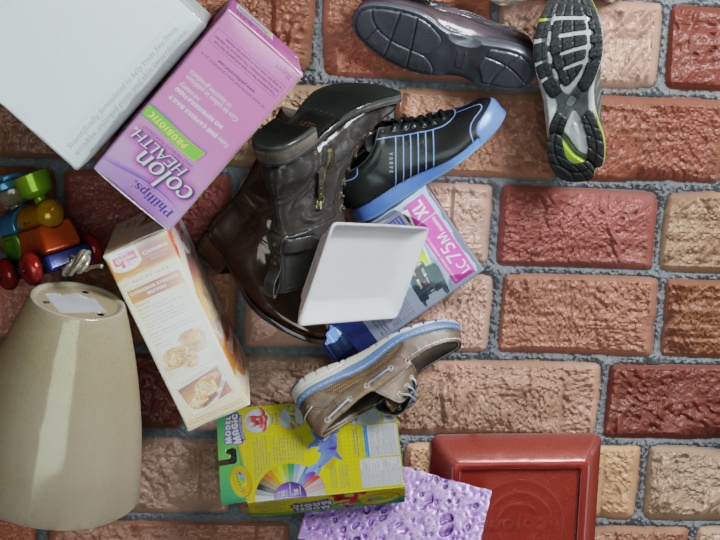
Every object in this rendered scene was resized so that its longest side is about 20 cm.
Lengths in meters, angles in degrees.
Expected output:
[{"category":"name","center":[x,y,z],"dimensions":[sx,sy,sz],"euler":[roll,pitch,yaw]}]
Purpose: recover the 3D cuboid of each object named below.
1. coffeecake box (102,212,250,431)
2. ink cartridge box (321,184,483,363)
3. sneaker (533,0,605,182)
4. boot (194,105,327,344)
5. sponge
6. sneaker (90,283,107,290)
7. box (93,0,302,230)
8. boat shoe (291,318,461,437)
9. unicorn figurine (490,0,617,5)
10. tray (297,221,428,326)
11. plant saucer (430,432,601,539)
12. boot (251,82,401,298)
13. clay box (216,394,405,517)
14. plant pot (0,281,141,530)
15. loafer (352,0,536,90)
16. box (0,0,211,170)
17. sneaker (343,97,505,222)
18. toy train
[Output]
[{"category":"coffeecake box","center":[-0.188,0.042,1.402],"dimensions":[0.073,0.154,0.201],"euler":[-24,105,1]},{"category":"ink cartridge box","center":[0.020,0.006,1.468],"dimensions":[0.199,0.042,0.120],"euler":[-34,104,6]},{"category":"sneaker","center":[0.218,-0.198,1.405],"dimensions":[0.073,0.081,0.201],"euler":[0,113,9]},{"category":"boot","center":[-0.058,-0.049,1.403],"dimensions":[0.186,0.064,0.200],"euler":[40,106,8]},{"category":"sponge","center":[0.037,0.272,1.492],"dimensions":[0.199,0.030,0.112],"euler":[15,69,6]},{"category":"sneaker","center":[-0.318,0.108,1.450],"dimensions":[0.081,0.074,0.201],"euler":[9,103,-11]},{"category":"box","center":[-0.158,-0.161,1.341],"dimensions":[0.097,0.176,0.200],"euler":[39,99,-13]},{"category":"boat shoe","center":[0.028,0.121,1.463],"dimensions":[0.199,0.072,0.073],"euler":[-26,65,-3]},{"category":"unicorn figurine","center":[0.205,-0.323,1.377],"dimensions":[0.199,0.074,0.138],"euler":[17,113,-14]},{"category":"tray","center":[0.000,0.000,1.367],"dimensions":[0.022,0.200,0.108],"euler":[25,102,28]},{"category":"plant saucer","center":[0.179,0.288,1.553],"dimensions":[0.198,0.037,0.202],"euler":[0,105,-4]},{"category":"boot","center":[-0.032,-0.081,1.337],"dimensions":[0.199,0.069,0.175],"euler":[-31,129,-33]},{"category":"clay box","center":[-0.055,0.203,1.475],"dimensions":[0.198,0.116,0.048],"euler":[-5,148,-1]},{"category":"plant pot","center":[-0.293,0.121,1.328],"dimensions":[0.186,0.187,0.201],"euler":[11,109,-7]},{"category":"loafer","center":[0.089,-0.244,1.407],"dimensions":[0.199,0.063,0.072],"euler":[17,133,-4]},{"category":"box","center":[-0.285,-0.244,1.334],"dimensions":[0.200,0.131,0.199],"euler":[42,98,-13]},{"category":"sneaker","center":[0.055,-0.134,1.419],"dimensions":[0.199,0.070,0.078],"euler":[-35,109,5]},{"category":"toy train","center":[-0.314,-0.051,1.357],"dimensions":[0.084,0.199,0.116],"euler":[-22,98,-34]}]
